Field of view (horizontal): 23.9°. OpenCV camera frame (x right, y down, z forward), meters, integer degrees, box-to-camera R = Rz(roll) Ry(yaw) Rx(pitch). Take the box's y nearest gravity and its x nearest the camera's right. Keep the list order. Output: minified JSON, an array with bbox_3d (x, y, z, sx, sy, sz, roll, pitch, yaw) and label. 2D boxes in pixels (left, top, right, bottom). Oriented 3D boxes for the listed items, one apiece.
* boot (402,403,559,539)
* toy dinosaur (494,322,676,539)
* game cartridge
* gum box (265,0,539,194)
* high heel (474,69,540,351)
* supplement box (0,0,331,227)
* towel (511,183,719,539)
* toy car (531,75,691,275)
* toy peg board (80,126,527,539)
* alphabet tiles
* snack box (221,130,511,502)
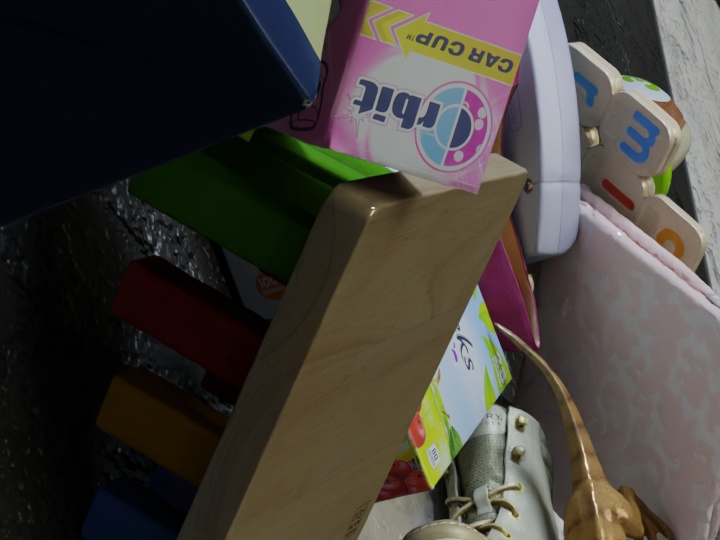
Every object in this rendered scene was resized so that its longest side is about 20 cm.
[{"bbox_3d":[0.067,0.140,0.938,0.200,0.072,0.155,53,30,-51],"label":"boot"},{"bbox_3d":[0.130,0.131,0.931,0.106,0.060,0.201,45,33,-56],"label":"toy dinosaur"},{"bbox_3d":[0.078,-0.099,1.040,0.040,0.133,0.201,-3,82,-30],"label":"game cartridge"},{"bbox_3d":[-0.013,-0.109,0.643,0.066,0.200,0.114,14,97,-30],"label":"gum box"},{"bbox_3d":[0.085,-0.055,0.965,0.067,0.096,0.201,-34,142,-60],"label":"high heel"},{"bbox_3d":[-0.118,-0.127,0.523,0.134,0.199,0.200,55,29,-35],"label":"supplement box"},{"bbox_3d":[0.159,0.077,1.006,0.191,0.032,0.201,44,-47,46],"label":"towel"},{"bbox_3d":[0.117,-0.125,1.171,0.200,0.157,0.164,56,21,-8],"label":"toy car"},{"bbox_3d":[-0.039,0.033,0.690,0.200,0.098,0.200,-66,164,15],"label":"toy peg board"},{"bbox_3d":[0.128,-0.037,1.059,0.015,0.201,0.196,-18,52,-39],"label":"alphabet tiles"},{"bbox_3d":[0.000,0.000,0.886,0.201,0.067,0.169,71,22,-8],"label":"snack box"}]
